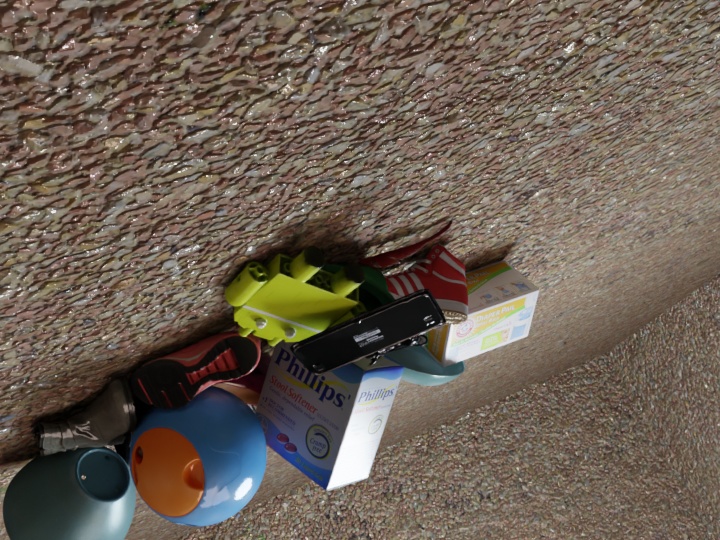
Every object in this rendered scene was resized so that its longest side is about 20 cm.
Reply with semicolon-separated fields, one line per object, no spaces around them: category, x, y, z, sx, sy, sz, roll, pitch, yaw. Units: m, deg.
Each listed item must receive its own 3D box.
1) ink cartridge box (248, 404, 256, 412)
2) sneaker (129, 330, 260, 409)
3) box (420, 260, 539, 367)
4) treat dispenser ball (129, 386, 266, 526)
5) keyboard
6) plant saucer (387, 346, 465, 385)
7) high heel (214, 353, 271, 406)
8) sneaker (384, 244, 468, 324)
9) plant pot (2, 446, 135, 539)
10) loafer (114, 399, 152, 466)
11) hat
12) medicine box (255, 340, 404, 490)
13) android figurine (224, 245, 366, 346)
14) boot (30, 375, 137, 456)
ink cartridge box;-0.249;0.265;1.455;0.146;0.084;0.199;-25;166;39
sneaker;-0.228;0.137;1.193;0.198;0.074;0.087;-19;-171;7
box;0.204;0.075;1.496;0.199;0.101;0.113;-17;131;-27
treat dispenser ball;-0.238;0.271;1.233;0.199;0.202;0.201;-23;162;-8
keyboard;0.012;0.080;1.110;0.199;0.040;0.104;-22;136;10
plant saucer;0.088;0.157;1.498;0.199;0.199;0.036;-1;114;-52
high heel;-0.211;0.202;1.347;0.199;0.097;0.067;-16;160;-29
sneaker;0.070;0.013;1.286;0.198;0.113;0.071;10;155;-10
plant pot;-0.430;0.349;1.302;0.199;0.201;0.135;-2;146;-51
loafer;-0.361;0.266;1.368;0.072;0.073;0.200;-20;163;-32
hat;0.000;0.000;1.197;0.199;0.177;0.166;22;137;-5
medicine box;-0.055;0.198;1.291;0.103;0.181;0.202;-2;114;-50
android figurine;-0.086;0.042;1.084;0.181;0.041;0.200;22;137;-31
boot;-0.399;0.221;1.205;0.130;0.068;0.200;-8;154;-30
